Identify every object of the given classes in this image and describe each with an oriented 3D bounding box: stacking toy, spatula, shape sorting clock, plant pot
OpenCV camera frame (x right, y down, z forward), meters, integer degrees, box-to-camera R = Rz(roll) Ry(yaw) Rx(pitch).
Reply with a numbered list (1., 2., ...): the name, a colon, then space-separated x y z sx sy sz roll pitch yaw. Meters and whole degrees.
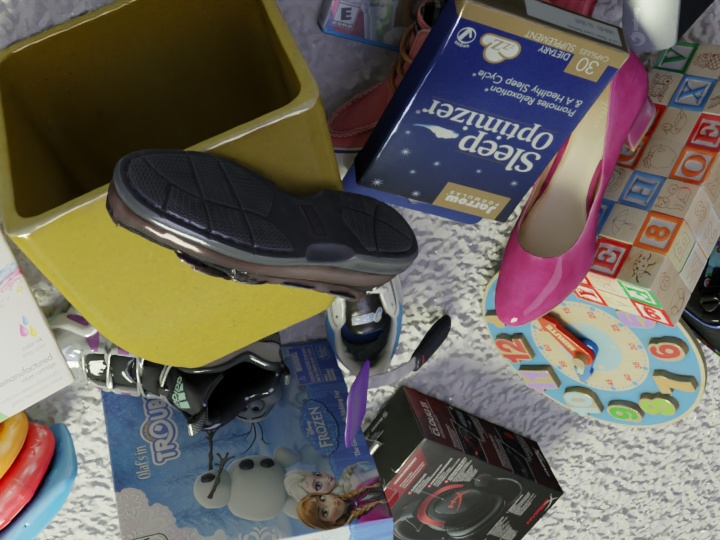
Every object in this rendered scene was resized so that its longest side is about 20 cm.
1. stacking toy: -0.321 0.121 0.912 0.116 0.110 0.200 -45 117 -3
2. spatula: 0.031 0.079 0.962 0.200 0.020 0.057 -33 134 -53
3. shape sorting clock: 0.191 0.064 1.001 0.039 0.198 0.201 -52 136 -29
4. plant pot: -0.110 -0.052 0.796 0.193 0.195 0.201 -23 134 -1

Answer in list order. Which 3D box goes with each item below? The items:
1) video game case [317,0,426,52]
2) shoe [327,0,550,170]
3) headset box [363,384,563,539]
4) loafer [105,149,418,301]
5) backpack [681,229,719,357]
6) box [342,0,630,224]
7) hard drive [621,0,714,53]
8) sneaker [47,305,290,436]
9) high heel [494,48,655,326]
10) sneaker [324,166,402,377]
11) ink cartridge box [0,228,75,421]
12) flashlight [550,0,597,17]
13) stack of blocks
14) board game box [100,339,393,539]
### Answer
1. video game case: 0.067 -0.241 0.822 0.141 0.018 0.202 9 121 -24
2. shoe: 0.046 -0.142 0.830 0.198 0.072 0.091 -18 133 22
3. headset box: 0.064 0.204 1.109 0.198 0.075 0.149 24 114 -32
4. loafer: -0.056 -0.014 0.676 0.198 0.072 0.063 10 134 -37
5. backpack: 0.307 -0.049 0.951 0.200 0.183 0.134 -49 135 4
6. box: 0.076 -0.097 0.806 0.120 0.033 0.201 12 138 -20
7. hard drive: 0.222 -0.257 0.803 0.135 0.042 0.202 -43 142 -39
8. sneaker: -0.149 0.078 0.901 0.197 0.140 0.079 -13 129 -10
9. high heel: 0.140 -0.059 0.829 0.201 0.067 0.096 -55 146 -1
10. sneaker: 0.000 0.000 0.942 0.071 0.073 0.202 -14 127 -6
11. ink cartridge box: -0.291 0.011 0.814 0.116 0.067 0.202 -29 118 -16
12. flashlight: 0.149 -0.170 0.866 0.067 0.068 0.202 28 128 16
13. stack of blocks: 0.219 -0.072 0.896 0.059 0.114 0.201 43 73 -46
14. board game box: -0.094 0.148 0.933 0.196 0.201 0.044 -10 130 -12
